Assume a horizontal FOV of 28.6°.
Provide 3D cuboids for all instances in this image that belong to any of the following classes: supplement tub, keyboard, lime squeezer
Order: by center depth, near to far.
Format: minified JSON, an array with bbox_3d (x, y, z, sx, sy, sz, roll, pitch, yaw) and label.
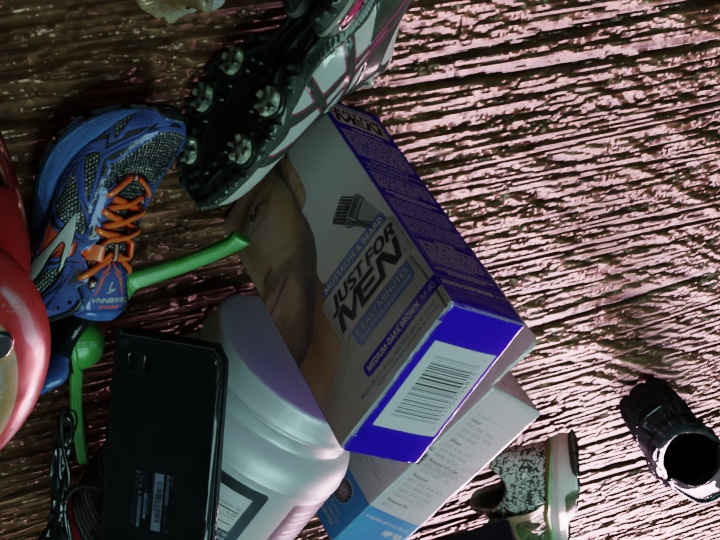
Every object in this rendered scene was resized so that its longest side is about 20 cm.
[{"bbox_3d":[-0.141,0.135,0.861,0.021,0.126,0.202,-9,106,-68],"label":"keyboard"},{"bbox_3d":[-0.154,0.037,0.879,0.070,0.038,0.200,20,118,-37],"label":"lime squeezer"},{"bbox_3d":[-0.096,0.130,0.926,0.140,0.141,0.200,20,117,-41],"label":"supplement tub"}]

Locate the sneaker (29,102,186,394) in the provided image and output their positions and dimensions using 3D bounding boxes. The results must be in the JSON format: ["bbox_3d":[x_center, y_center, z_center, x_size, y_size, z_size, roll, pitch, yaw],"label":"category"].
[{"bbox_3d":[-0.152,-0.011,0.799,0.075,0.079,0.200,-1,134,-54],"label":"sneaker"}]

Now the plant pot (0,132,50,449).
[{"bbox_3d":[-0.255,0.002,0.684,0.199,0.183,0.201,-16,133,-18],"label":"plant pot"}]

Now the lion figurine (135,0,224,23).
[{"bbox_3d":[-0.095,-0.221,0.669,0.122,0.073,0.201,-28,124,6],"label":"lion figurine"}]

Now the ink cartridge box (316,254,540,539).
[{"bbox_3d":[0.044,0.093,0.996,0.200,0.116,0.067,-44,137,13],"label":"ink cartridge box"}]

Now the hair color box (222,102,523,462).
[{"bbox_3d":[0.000,0.000,0.820,0.065,0.200,0.110,17,119,-38],"label":"hair color box"}]

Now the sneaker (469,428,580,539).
[{"bbox_3d":[0.137,0.204,1.211,0.088,0.077,0.201,6,134,5],"label":"sneaker"}]

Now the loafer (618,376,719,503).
[{"bbox_3d":[0.287,0.165,1.244,0.068,0.071,0.201,-38,138,6],"label":"loafer"}]

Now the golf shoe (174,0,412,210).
[{"bbox_3d":[-0.029,-0.110,0.798,0.088,0.077,0.200,14,121,-47],"label":"golf shoe"}]

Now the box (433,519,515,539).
[{"bbox_3d":[0.059,0.334,1.198,0.199,0.118,0.197,-17,136,1],"label":"box"}]
